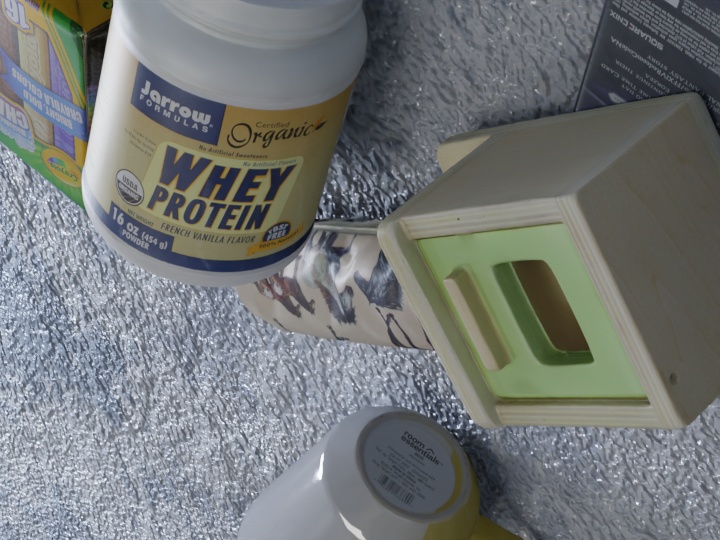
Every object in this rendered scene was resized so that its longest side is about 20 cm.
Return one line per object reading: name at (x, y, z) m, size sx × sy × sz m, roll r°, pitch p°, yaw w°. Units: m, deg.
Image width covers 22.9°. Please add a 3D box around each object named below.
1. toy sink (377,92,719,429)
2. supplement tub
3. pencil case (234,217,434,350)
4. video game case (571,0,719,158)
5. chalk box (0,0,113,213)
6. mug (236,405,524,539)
toy sink at (0.096, 0.001, 0.912) m, size 0.200 × 0.112 × 0.131 m, roll -3°, pitch 119°, yaw 54°
supplement tub at (-0.077, -0.105, 1.017) m, size 0.144 × 0.144 × 0.201 m, roll 38°, pitch 135°, yaw 22°
pencil case at (0.000, 0.000, 1.102) m, size 0.199 × 0.078 × 0.090 m, roll 6°, pitch 114°, yaw 50°
video game case at (0.168, -0.060, 0.881) m, size 0.143 × 0.019 × 0.200 m, roll 39°, pitch 147°, yaw 21°
chalk box at (-0.172, -0.134, 1.147) m, size 0.124 × 0.124 × 0.200 m, roll 37°, pitch 144°, yaw 22°
mug at (0.024, 0.169, 1.220) m, size 0.153 × 0.186 × 0.150 m, roll 122°, pitch 140°, yaw -48°
